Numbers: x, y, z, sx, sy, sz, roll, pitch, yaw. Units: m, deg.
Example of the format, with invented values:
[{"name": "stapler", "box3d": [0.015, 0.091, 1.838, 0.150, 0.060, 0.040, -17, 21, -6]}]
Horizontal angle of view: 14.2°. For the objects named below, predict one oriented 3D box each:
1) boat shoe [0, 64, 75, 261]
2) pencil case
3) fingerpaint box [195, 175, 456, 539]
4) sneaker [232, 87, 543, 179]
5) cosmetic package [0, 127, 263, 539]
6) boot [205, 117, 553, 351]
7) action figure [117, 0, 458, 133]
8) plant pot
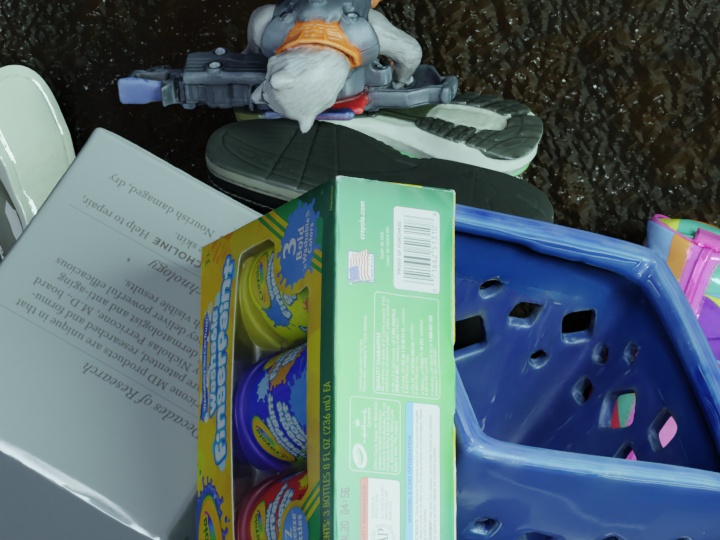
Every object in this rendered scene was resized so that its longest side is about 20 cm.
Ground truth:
[{"name": "boat shoe", "box3d": [-0.199, -0.025, 1.774, 0.060, 0.072, 0.202, -8, 103, 52]}, {"name": "pencil case", "box3d": [0.174, 0.069, 1.680, 0.088, 0.088, 0.201, 18, 93, 12]}, {"name": "fingerpaint box", "box3d": [-0.021, 0.069, 1.472, 0.073, 0.167, 0.201, 7, 75, -26]}, {"name": "sneaker", "box3d": [0.012, -0.063, 1.725, 0.199, 0.077, 0.089, 15, 123, 25]}, {"name": "cosmetic package", "box3d": [-0.134, 0.067, 1.633, 0.166, 0.168, 0.200, 29, 63, 8]}, {"name": "boot", "box3d": [0.001, 0.001, 1.684, 0.203, 0.074, 0.154, 14, 128, 3]}, {"name": "action figure", "box3d": [-0.046, -0.155, 1.683, 0.199, 0.194, 0.105, -4, 133, 3]}, {"name": "plant pot", "box3d": [0.074, 0.099, 1.570, 0.180, 0.199, 0.200, -58, 35, 32]}]
